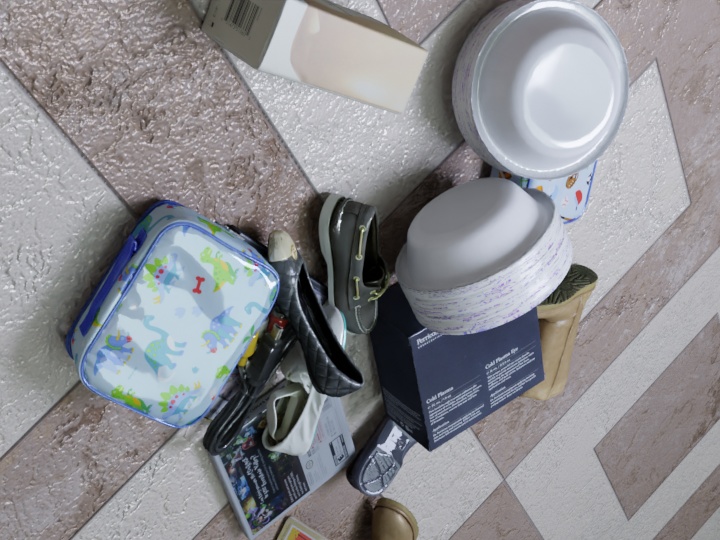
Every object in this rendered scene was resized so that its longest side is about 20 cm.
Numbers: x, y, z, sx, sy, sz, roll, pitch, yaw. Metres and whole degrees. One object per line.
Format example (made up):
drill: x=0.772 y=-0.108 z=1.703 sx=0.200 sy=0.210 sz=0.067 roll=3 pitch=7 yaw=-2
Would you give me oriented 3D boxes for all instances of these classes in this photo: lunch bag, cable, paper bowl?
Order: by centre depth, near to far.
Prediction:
lunch bag: x=-0.188 y=0.042 z=1.152 sx=0.160 sy=0.082 sz=0.202 roll=29 pitch=97 yaw=-33
cable: x=-0.125 y=0.114 z=1.298 sx=0.097 sy=0.050 sz=0.202 roll=-23 pitch=147 yaw=-55
paper bowl: x=0.209 y=-0.202 z=1.298 sx=0.197 sy=0.104 sz=0.204 roll=-5 pitch=105 yaw=-18
paper bowl: x=0.134 y=-0.029 z=1.326 sx=0.200 sy=0.200 sz=0.105 roll=-37 pitch=116 yaw=-17
lunch bag: x=0.239 y=-0.145 z=1.456 sx=0.159 sy=0.075 sz=0.203 roll=-17 pitch=129 yaw=-39

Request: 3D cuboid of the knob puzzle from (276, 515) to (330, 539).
knob puzzle: x=-0.052 y=0.454 z=1.528 sx=0.222 sy=0.218 sz=0.030 roll=-63 pitch=166 yaw=14

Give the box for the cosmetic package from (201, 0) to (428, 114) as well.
cosmetic package: x=-0.040 y=-0.218 z=1.103 sx=0.198 sy=0.105 sz=0.072 roll=8 pitch=114 yaw=-48

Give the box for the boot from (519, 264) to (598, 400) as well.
boot: x=0.264 y=0.103 z=1.675 sx=0.173 sy=0.066 sz=0.203 roll=-13 pitch=128 yaw=-37

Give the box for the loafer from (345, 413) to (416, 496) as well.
loafer: x=0.049 y=0.212 z=1.561 sx=0.072 sy=0.063 sz=0.201 roll=47 pitch=71 yaw=-22

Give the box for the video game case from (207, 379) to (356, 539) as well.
video game case: x=-0.095 y=0.223 z=1.447 sx=0.181 sy=0.023 sz=0.202 roll=-35 pitch=139 yaw=-20

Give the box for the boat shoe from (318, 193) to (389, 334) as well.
boat shoe: x=-0.001 y=0.002 z=1.326 sx=0.204 sy=0.059 sz=0.072 roll=80 pitch=30 yaw=-42

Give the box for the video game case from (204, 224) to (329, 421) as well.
video game case: x=-0.142 y=0.069 z=1.281 sx=0.201 sy=0.025 sz=0.180 roll=-54 pitch=141 yaw=2

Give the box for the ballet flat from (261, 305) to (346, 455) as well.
ballet flat: x=-0.069 y=0.133 z=1.340 sx=0.069 sy=0.069 sz=0.202 roll=-7 pitch=126 yaw=-41

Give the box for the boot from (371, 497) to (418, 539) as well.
boot: x=0.017 y=0.446 z=1.614 sx=0.177 sy=0.065 sz=0.201 roll=81 pitch=30 yaw=-41

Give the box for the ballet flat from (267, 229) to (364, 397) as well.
ballet flat: x=-0.050 y=0.045 z=1.252 sx=0.202 sy=0.056 sz=0.067 roll=68 pitch=26 yaw=-19

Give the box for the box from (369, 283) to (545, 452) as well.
box: x=0.123 y=0.091 z=1.469 sx=0.198 sy=0.104 sz=0.184 roll=-27 pitch=127 yaw=-23
